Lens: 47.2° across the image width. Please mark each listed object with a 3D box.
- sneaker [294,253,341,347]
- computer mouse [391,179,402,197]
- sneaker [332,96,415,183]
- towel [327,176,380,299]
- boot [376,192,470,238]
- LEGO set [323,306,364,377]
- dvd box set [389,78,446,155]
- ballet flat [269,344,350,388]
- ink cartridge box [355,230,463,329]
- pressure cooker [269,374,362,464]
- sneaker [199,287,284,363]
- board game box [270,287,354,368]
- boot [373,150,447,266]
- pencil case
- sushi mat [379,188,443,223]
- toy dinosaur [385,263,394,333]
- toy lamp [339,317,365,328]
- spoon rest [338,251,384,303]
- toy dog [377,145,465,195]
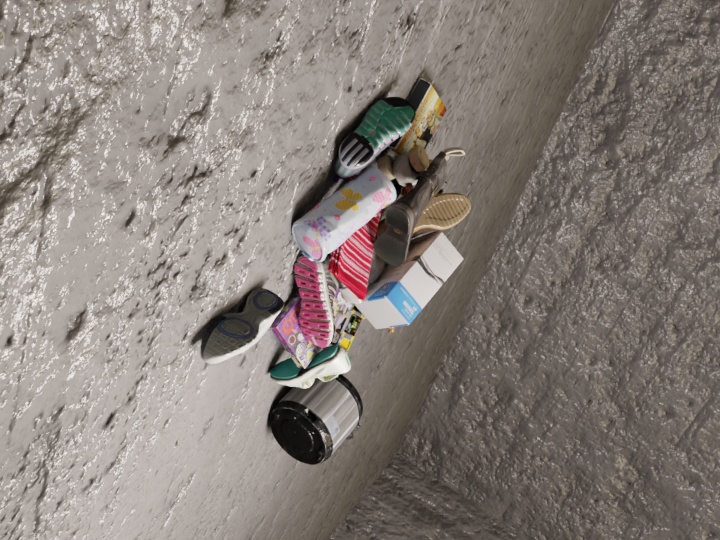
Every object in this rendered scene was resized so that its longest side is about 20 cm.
[{"bbox_3d":[-0.073,0.049,1.575,0.087,0.073,0.202,-43,133,-51],"label":"sneaker"},{"bbox_3d":[0.025,-0.134,1.715,0.200,0.034,0.059,-50,148,-13],"label":"computer mouse"},{"bbox_3d":[0.017,-0.234,1.464,0.200,0.074,0.088,-43,178,-33],"label":"sneaker"},{"bbox_3d":[-0.005,-0.060,1.551,0.145,0.022,0.202,44,52,-57],"label":"towel"},{"bbox_3d":[0.121,-0.110,1.725,0.198,0.073,0.166,-21,-174,-7],"label":"boot"},{"bbox_3d":[-0.081,0.136,1.779,0.201,0.115,0.154,-64,-170,1],"label":"LEGO set"},{"bbox_3d":[0.117,-0.299,1.694,0.147,0.029,0.200,-60,165,4],"label":"dvd box set"},{"bbox_3d":[-0.100,0.205,1.664,0.199,0.070,0.069,-22,-170,36],"label":"ballet flat"},{"bbox_3d":[0.100,0.021,1.719,0.200,0.084,0.144,-48,-165,-24],"label":"ink cartridge box"},{"bbox_3d":[-0.090,0.328,1.910,0.200,0.178,0.177,-43,155,-44],"label":"pressure cooker"},{"bbox_3d":[-0.197,0.107,1.369,0.200,0.074,0.088,-37,158,-53],"label":"sneaker"},{"bbox_3d":[-0.087,0.081,1.636,0.200,0.032,0.120,-52,124,-28],"label":"board game box"},{"bbox_3d":[0.106,-0.114,1.577,0.174,0.069,0.201,-51,169,-33],"label":"boot"},{"bbox_3d":[-0.028,-0.100,1.447,0.200,0.083,0.091,-40,165,-28],"label":"pencil case"},{"bbox_3d":[0.096,-0.127,1.753,0.095,0.012,0.200,-17,173,-25],"label":"sushi mat"},{"bbox_3d":[0.048,0.043,1.909,0.136,0.101,0.202,132,-25,-56],"label":"toy dinosaur"},{"bbox_3d":[0.018,0.097,1.862,0.199,0.058,0.058,-14,-157,45],"label":"toy lamp"},{"bbox_3d":[0.000,0.000,1.672,0.100,0.060,0.200,69,27,-23],"label":"spoon rest"},{"bbox_3d":[0.122,-0.189,1.674,0.199,0.097,0.131,-5,172,-41],"label":"toy dog"}]
